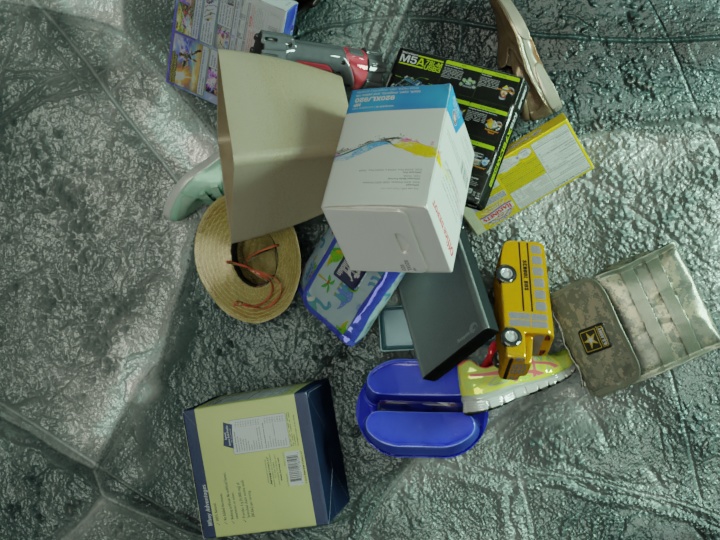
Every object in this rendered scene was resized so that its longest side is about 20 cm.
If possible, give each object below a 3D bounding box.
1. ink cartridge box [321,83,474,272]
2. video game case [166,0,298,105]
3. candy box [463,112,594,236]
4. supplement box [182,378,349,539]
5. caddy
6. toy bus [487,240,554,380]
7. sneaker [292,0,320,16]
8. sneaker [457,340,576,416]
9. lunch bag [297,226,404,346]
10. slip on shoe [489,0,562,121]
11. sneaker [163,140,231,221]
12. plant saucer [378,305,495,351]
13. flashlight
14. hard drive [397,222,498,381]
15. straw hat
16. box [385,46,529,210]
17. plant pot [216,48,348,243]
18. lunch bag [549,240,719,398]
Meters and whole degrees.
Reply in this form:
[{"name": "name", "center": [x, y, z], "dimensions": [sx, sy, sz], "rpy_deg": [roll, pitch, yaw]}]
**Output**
[{"name": "ink cartridge box", "center": [0.053, -0.118, 1.413], "dimensions": [0.144, 0.147, 0.201], "rpy_deg": [1, 56, 20]}, {"name": "video game case", "center": [-0.197, -0.343, 1.629], "dimensions": [0.181, 0.045, 0.201], "rpy_deg": [25, 129, 11]}, {"name": "candy box", "center": [0.229, -0.137, 1.564], "dimensions": [0.199, 0.026, 0.102], "rpy_deg": [-30, 129, 12]}, {"name": "supplement box", "center": [-0.142, 0.285, 1.642], "dimensions": [0.199, 0.134, 0.201], "rpy_deg": [-10, 90, 13]}, {"name": "caddy", "center": [0.091, 0.204, 1.601], "dimensions": [0.199, 0.105, 0.142], "rpy_deg": [1, 73, 5]}, {"name": "toy bus", "center": [0.226, 0.055, 1.521], "dimensions": [0.078, 0.065, 0.201], "rpy_deg": [4, 53, -4]}, {"name": "sneaker", "center": [-0.140, -0.436, 1.623], "dimensions": [0.198, 0.076, 0.115], "rpy_deg": [10, 52, 11]}, {"name": "sneaker", "center": [0.224, 0.137, 1.543], "dimensions": [0.199, 0.078, 0.091], "rpy_deg": [-16, 81, -27]}, {"name": "lunch bag", "center": [0.000, 0.000, 1.555], "dimensions": [0.127, 0.200, 0.171], "rpy_deg": [26, 102, -24]}, {"name": "slip on shoe", "center": [0.225, -0.312, 1.565], "dimensions": [0.060, 0.076, 0.201], "rpy_deg": [-26, 94, 10]}, {"name": "sneaker", "center": [-0.208, -0.115, 1.670], "dimensions": [0.200, 0.074, 0.118], "rpy_deg": [-39, 77, 9]}, {"name": "plant saucer", "center": [0.126, 0.083, 1.631], "dimensions": [0.199, 0.019, 0.070], "rpy_deg": [-4, 91, 14]}, {"name": "flashlight", "center": [-0.064, -0.302, 1.579], "dimensions": [0.199, 0.068, 0.068], "rpy_deg": [2, 88, -26]}, {"name": "hard drive", "center": [0.119, 0.039, 1.549], "dimensions": [0.140, 0.033, 0.201], "rpy_deg": [-42, 48, 34]}, {"name": "straw hat", "center": [-0.153, -0.023, 1.654], "dimensions": [0.200, 0.085, 0.202], "rpy_deg": [3, 96, 27]}, {"name": "box", "center": [0.116, -0.205, 1.545], "dimensions": [0.199, 0.048, 0.194], "rpy_deg": [18, 83, 22]}, {"name": "plant pot", "center": [-0.106, -0.179, 1.529], "dimensions": [0.176, 0.200, 0.201], "rpy_deg": [-5, 58, -10]}, {"name": "lunch bag", "center": [0.378, 0.071, 1.514], "dimensions": [0.199, 0.118, 0.165], "rpy_deg": [-25, 85, 9]}]
